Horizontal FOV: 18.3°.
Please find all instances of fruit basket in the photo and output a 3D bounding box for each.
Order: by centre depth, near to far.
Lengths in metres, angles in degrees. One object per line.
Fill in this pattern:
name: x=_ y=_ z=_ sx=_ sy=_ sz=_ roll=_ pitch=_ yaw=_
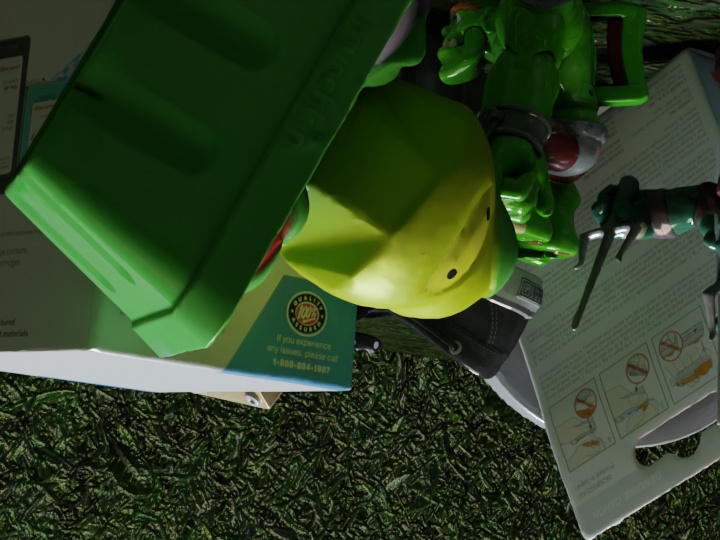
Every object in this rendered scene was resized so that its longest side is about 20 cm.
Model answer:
fruit basket: x=-0.012 y=-0.049 z=0.868 sx=0.214 sy=0.218 sz=0.155 roll=8 pitch=174 yaw=-14

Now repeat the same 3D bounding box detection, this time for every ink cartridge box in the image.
ink cartridge box: x=-0.094 y=-0.053 z=1.001 sx=0.146 sy=0.202 sz=0.145 roll=12 pitch=169 yaw=-41
ink cartridge box: x=0.152 y=0.013 z=1.134 sx=0.050 sy=0.201 sz=0.162 roll=10 pitch=143 yaw=-43

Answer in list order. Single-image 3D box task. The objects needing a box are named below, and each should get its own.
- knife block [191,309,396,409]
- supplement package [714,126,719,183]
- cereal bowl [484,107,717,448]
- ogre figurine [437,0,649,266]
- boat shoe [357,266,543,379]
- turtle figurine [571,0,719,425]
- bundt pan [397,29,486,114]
knife block: x=-0.048 y=-0.021 z=1.258 sx=0.064 sy=0.176 sz=0.201 roll=8 pitch=142 yaw=38
supplement package: x=0.250 y=-0.062 z=0.979 sx=0.113 sy=0.111 sz=0.200 roll=8 pitch=174 yaw=-17
cereal bowl: x=0.141 y=0.000 z=1.286 sx=0.198 sy=0.202 sz=0.083 roll=8 pitch=177 yaw=-10
ogre figurine: x=0.083 y=-0.071 z=1.049 sx=0.097 sy=0.121 sz=0.200 roll=8 pitch=174 yaw=30
boat shoe: x=0.000 y=0.000 z=1.124 sx=0.199 sy=0.067 sz=0.070 roll=24 pitch=180 yaw=29
turtle figurine: x=0.155 y=-0.034 z=0.916 sx=0.100 sy=0.202 sz=0.150 roll=9 pitch=173 yaw=-21
bundt pan: x=-0.020 y=-0.090 z=1.183 sx=0.200 sy=0.076 sz=0.202 roll=6 pitch=174 yaw=1
